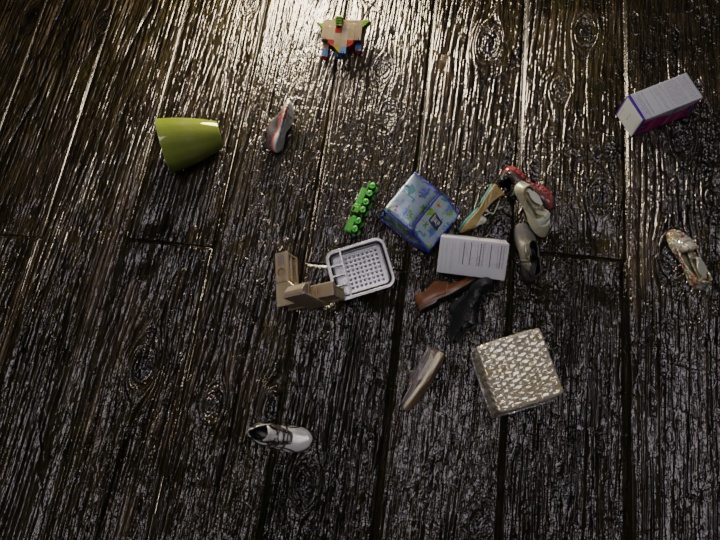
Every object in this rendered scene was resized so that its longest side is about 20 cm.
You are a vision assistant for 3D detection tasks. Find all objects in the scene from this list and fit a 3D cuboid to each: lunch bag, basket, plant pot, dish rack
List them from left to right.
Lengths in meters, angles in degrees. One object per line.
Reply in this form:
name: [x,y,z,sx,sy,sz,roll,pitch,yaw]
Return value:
plant pot: [-0.592,-0.457,1.790,0.198,0.187,0.188,-15,71,-12]
dish rack: [0.000,0.000,1.623,0.198,0.044,0.173,-17,71,3]
lunch bag: [0.190,-0.178,1.614,0.200,0.127,0.170,40,79,1]
basket: [0.432,0.285,1.415,0.198,0.161,0.200,-16,71,1]

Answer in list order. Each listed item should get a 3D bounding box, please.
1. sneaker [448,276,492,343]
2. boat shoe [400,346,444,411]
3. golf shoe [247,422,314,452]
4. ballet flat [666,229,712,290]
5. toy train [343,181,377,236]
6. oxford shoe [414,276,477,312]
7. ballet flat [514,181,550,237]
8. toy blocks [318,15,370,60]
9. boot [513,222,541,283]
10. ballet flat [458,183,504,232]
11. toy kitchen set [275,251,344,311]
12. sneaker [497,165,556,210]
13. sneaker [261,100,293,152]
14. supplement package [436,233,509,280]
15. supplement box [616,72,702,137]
sneaker: [0.327,0.117,1.498,0.200,0.060,0.105,-46,41,33]
boat shoe: [0.172,0.315,1.493,0.065,0.072,0.201,31,82,28]
golf shoe: [-0.235,0.488,1.485,0.198,0.095,0.078,2,72,7]
ballet flat: [0.966,-0.039,1.485,0.075,0.064,0.201,-20,71,3]
toy train: [0.001,-0.208,1.689,0.056,0.042,0.201,16,76,23]
oxford shoe: [0.258,0.055,1.557,0.199,0.071,0.072,-24,66,2]
ballet flat: [0.530,-0.182,1.537,0.069,0.069,0.200,-39,109,-5]
toy blocks: [-0.066,-0.840,1.869,0.198,0.100,0.138,6,86,11]
boot: [0.509,-0.067,1.523,0.067,0.131,0.202,-6,73,6]
ballet flat: [0.389,-0.186,1.613,0.063,0.069,0.201,37,83,3]
toy kitchen set: [-0.177,0.012,1.556,0.198,0.163,0.182,-12,71,21]
sneaker: [0.514,-0.244,1.596,0.200,0.071,0.098,42,54,18]
sneaker: [-0.299,-0.518,1.807,0.081,0.077,0.202,13,75,18]
supplement package: [0.337,-0.043,1.535,0.198,0.114,0.111,8,100,11]
supplement box: [0.943,-0.523,1.614,0.199,0.101,0.104,-22,72,1]
